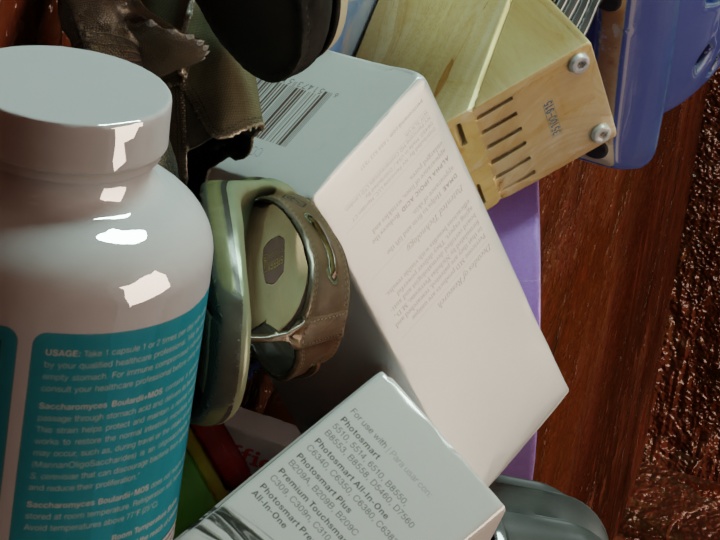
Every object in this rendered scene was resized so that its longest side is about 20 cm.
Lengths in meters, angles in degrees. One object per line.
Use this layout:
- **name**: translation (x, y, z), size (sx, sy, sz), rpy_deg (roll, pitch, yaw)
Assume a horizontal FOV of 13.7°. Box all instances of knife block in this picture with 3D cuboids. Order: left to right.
- **knife block**: translation (0.036, -0.108, 1.441), size (0.200, 0.176, 0.064), rpy_deg (-30, 134, -9)

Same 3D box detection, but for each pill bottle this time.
- **pill bottle**: translation (-0.109, 0.030, 0.994), size (0.111, 0.110, 0.201), rpy_deg (-53, 156, -64)

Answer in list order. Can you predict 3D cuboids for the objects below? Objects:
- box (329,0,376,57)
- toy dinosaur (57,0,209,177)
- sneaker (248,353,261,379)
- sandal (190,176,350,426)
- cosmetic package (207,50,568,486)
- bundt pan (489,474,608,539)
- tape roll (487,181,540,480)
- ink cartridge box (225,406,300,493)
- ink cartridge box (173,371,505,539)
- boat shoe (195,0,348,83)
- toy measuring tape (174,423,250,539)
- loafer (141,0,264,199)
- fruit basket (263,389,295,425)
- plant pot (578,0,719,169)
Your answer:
- **box**: translation (-0.022, -0.141, 1.383), size (0.122, 0.048, 0.201), rpy_deg (-51, 154, -64)
- **toy dinosaur**: translation (-0.096, -0.020, 1.092), size (0.102, 0.077, 0.201), rpy_deg (-41, 142, -59)
- **sneaker**: translation (-0.041, 0.004, 1.450), size (0.200, 0.075, 0.079), rpy_deg (-26, 138, -66)
- **sandal**: translation (-0.030, 0.003, 1.090), size (0.201, 0.057, 0.080), rpy_deg (-57, 154, -76)
- **cosmetic package**: translation (0.000, 0.000, 1.299), size (0.081, 0.113, 0.200), rpy_deg (-49, 136, -22)
- **bundt pan**: translation (0.071, 0.187, 1.379), size (0.202, 0.076, 0.203), rpy_deg (-178, -90, -73)
- **tape roll**: translation (0.053, 0.014, 1.513), size (0.200, 0.065, 0.201), rpy_deg (-179, -90, -89)
- **ink cartridge box**: translation (-0.053, 0.144, 1.391), size (0.067, 0.117, 0.200), rpy_deg (107, 3, -60)
- **ink cartridge box**: translation (-0.045, 0.152, 1.264), size (0.200, 0.084, 0.146), rpy_deg (-38, 167, -21)
- **boat shoe**: translation (-0.058, -0.143, 1.076), size (0.202, 0.073, 0.063), rpy_deg (72, 33, -41)
- **toy measuring tape**: translation (-0.086, 0.079, 1.262), size (0.200, 0.073, 0.074), rpy_deg (76, 31, -73)
- **loafer**: translation (-0.067, -0.071, 1.185), size (0.075, 0.069, 0.201), rpy_deg (16, 88, -79)
- **fruit basket**: translation (-0.005, 0.066, 1.623), size (0.185, 0.093, 0.201), rpy_deg (22, 79, -79)
- **plant pot**: translation (0.108, -0.181, 1.624), size (0.200, 0.199, 0.180), rpy_deg (93, 22, -49)
